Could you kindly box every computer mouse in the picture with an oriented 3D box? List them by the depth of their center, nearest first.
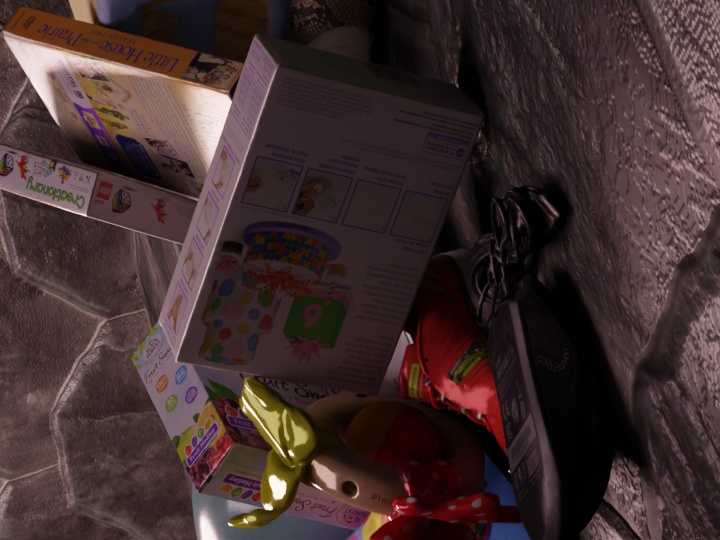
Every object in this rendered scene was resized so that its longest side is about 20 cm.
[{"bbox_3d":[0.111,0.060,1.055,0.139,0.052,0.202,115,147,-70],"label":"computer mouse"}]

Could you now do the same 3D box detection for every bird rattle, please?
[{"bbox_3d":[0.017,0.119,1.164,0.163,0.198,0.114,-37,-48,-60],"label":"bird rattle"}]

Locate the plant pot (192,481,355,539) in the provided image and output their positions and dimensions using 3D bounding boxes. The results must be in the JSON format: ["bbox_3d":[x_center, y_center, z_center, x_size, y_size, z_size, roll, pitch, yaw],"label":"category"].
[{"bbox_3d":[-0.055,0.184,1.437,0.135,0.199,0.201,-55,38,21],"label":"plant pot"}]

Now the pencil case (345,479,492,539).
[{"bbox_3d":[0.016,0.215,1.288,0.201,0.088,0.089,-56,45,35],"label":"pencil case"}]

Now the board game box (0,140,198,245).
[{"bbox_3d":[-0.163,-0.047,1.345,0.126,0.199,0.035,17,90,41],"label":"board game box"}]

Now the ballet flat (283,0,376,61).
[{"bbox_3d":[-0.025,-0.140,1.304,0.200,0.067,0.076,118,141,-58],"label":"ballet flat"}]

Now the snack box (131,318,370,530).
[{"bbox_3d":[-0.054,0.114,1.319,0.053,0.199,0.143,-53,44,18],"label":"snack box"}]

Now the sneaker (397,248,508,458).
[{"bbox_3d":[0.067,0.073,1.164,0.078,0.084,0.201,86,163,-45],"label":"sneaker"}]

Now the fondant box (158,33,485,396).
[{"bbox_3d":[-0.026,-0.031,1.133,0.058,0.143,0.202,51,125,57],"label":"fondant box"}]

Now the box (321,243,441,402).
[{"bbox_3d":[0.000,0.000,1.291,0.116,0.060,0.202,-33,78,48],"label":"box"}]

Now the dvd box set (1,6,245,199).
[{"bbox_3d":[-0.138,-0.105,1.253,0.198,0.030,0.147,17,152,31],"label":"dvd box set"}]

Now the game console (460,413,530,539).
[{"bbox_3d":[0.073,0.227,1.277,0.119,0.172,0.200,50,180,-28],"label":"game console"}]

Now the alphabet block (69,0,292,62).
[{"bbox_3d":[-0.121,-0.254,1.322,0.196,0.194,0.202,106,145,-64],"label":"alphabet block"}]
